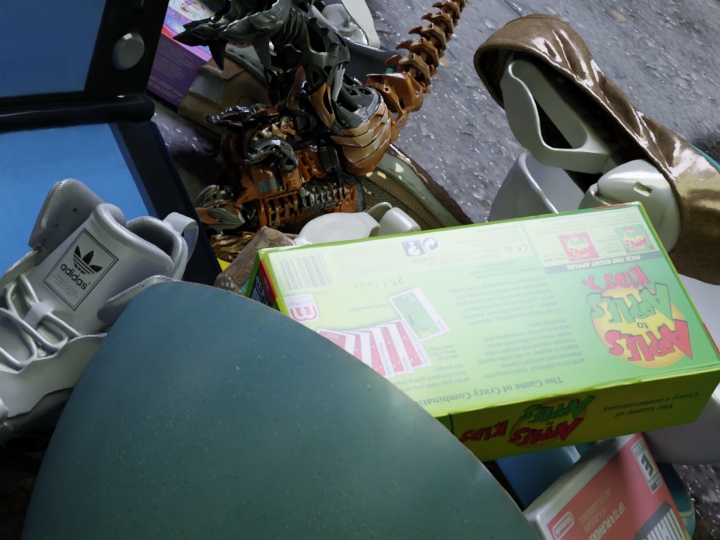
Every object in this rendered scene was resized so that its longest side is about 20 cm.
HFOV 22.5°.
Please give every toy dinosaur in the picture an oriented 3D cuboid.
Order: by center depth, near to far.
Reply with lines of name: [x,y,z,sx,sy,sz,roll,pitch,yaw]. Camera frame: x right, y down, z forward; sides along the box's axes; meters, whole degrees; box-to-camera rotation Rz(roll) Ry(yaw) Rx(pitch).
toy dinosaur: [-0.028,-0.088,0.970,0.200,0.102,0.136,-47,111,-36]

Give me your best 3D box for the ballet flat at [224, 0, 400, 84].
ballet flat: [-0.047,-0.174,1.098,0.200,0.073,0.073,48,29,17]

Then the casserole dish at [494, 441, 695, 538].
casserole dish: [0.112,0.084,0.974,0.121,0.039,0.201,14,36,-44]

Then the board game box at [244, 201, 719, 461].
board game box: [0.056,0.032,0.829,0.199,0.048,0.102,-8,55,-22]

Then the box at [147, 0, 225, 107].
box: [-0.080,-0.134,1.115,0.199,0.039,0.137,31,28,-15]

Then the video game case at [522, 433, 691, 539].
video game case: [0.143,0.183,0.851,0.143,0.017,0.201,-27,93,-60]

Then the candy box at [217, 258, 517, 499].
candy box: [0.010,0.060,0.949,0.199,0.026,0.103,19,31,-36]

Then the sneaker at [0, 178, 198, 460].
sneaker: [-0.142,0.027,0.711,0.075,0.115,0.199,43,27,21]

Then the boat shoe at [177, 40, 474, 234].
boat shoe: [-0.018,-0.046,1.034,0.200,0.076,0.072,39,-14,-6]

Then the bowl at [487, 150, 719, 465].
bowl: [0.162,0.030,1.000,0.199,0.075,0.200,1,45,-55]

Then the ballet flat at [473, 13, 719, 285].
ballet flat: [0.126,-0.060,0.944,0.072,0.068,0.200,-16,58,-38]

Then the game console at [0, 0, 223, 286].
game console: [-0.142,-0.071,0.814,0.118,0.172,0.199,37,31,32]

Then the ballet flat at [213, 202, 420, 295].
ballet flat: [0.000,0.000,0.926,0.070,0.065,0.200,40,23,16]

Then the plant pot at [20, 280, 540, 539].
plant pot: [-0.047,0.122,0.646,0.200,0.200,0.135,40,65,1]
